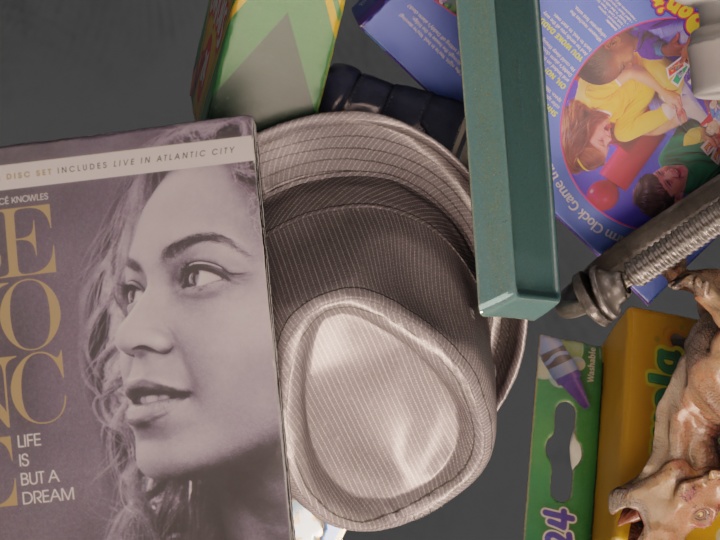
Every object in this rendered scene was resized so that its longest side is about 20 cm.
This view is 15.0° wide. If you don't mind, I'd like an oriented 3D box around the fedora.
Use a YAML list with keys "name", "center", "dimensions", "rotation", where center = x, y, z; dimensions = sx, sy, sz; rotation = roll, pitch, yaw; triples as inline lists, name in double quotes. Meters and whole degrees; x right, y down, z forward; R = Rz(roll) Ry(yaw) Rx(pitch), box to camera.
- name: "fedora"
  center: [-0.004, 0.039, 1.207]
  dimensions: [0.177, 0.090, 0.200]
  rotation: [-19, 125, -3]

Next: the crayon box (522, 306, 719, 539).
- name: "crayon box"
  center: [0.185, 0.094, 1.335]
  dimensions: [0.200, 0.052, 0.126]
  rotation: [10, 62, -8]

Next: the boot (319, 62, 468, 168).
- name: "boot"
  center: [0.000, 0.000, 1.305]
  dimensions: [0.090, 0.073, 0.200]
  rotation: [21, 113, 6]

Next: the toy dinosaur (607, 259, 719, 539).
- name: "toy dinosaur"
  center: [0.200, 0.047, 1.248]
  dimensions: [0.200, 0.086, 0.136]
  rotation: [-22, 98, 28]

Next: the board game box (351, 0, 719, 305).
- name: "board game box"
  center: [0.114, -0.100, 1.308]
  dimensions: [0.134, 0.045, 0.200]
  rotation: [-44, 106, 8]

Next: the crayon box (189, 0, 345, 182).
- name: "crayon box"
  center: [-0.031, -0.154, 1.237]
  dimensions: [0.051, 0.127, 0.200]
  rotation: [12, 104, -9]

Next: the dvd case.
- name: "dvd case"
  center: [-0.107, 0.042, 1.150]
  dimensions: [0.149, 0.016, 0.200]
  rotation: [-6, 84, 9]

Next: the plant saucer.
- name: "plant saucer"
  center: [0.065, -0.079, 1.215]
  dimensions: [0.019, 0.070, 0.200]
  rotation: [-7, 85, 24]

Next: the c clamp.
- name: "c clamp"
  center: [0.161, -0.031, 1.217]
  dimensions: [0.200, 0.171, 0.027]
  rotation: [-35, 95, 22]

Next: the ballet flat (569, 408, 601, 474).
- name: "ballet flat"
  center: [0.180, 0.149, 1.381]
  dimensions: [0.069, 0.069, 0.200]
  rotation: [-37, 107, 6]

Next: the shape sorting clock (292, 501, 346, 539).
- name: "shape sorting clock"
  center: [-0.098, 0.097, 1.352]
  dimensions: [0.200, 0.039, 0.200]
  rotation: [-1, 107, -5]

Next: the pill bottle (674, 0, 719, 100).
- name: "pill bottle"
  center: [0.183, -0.180, 1.228]
  dimensions: [0.113, 0.113, 0.200]
  rotation: [-4, 88, -4]
